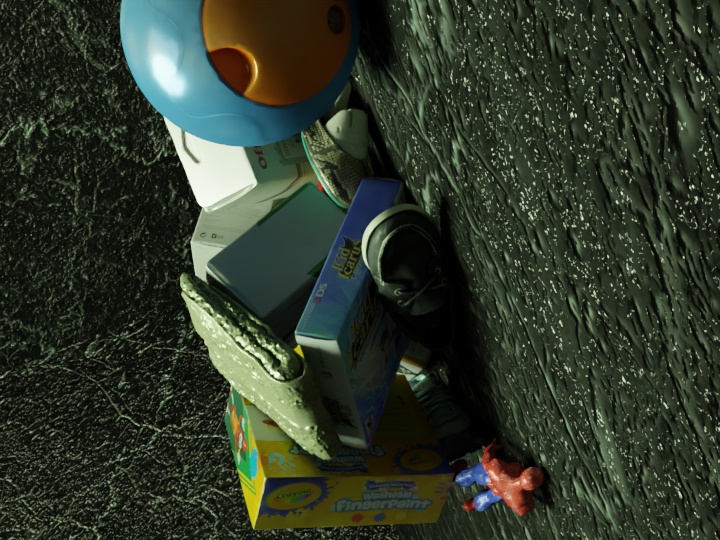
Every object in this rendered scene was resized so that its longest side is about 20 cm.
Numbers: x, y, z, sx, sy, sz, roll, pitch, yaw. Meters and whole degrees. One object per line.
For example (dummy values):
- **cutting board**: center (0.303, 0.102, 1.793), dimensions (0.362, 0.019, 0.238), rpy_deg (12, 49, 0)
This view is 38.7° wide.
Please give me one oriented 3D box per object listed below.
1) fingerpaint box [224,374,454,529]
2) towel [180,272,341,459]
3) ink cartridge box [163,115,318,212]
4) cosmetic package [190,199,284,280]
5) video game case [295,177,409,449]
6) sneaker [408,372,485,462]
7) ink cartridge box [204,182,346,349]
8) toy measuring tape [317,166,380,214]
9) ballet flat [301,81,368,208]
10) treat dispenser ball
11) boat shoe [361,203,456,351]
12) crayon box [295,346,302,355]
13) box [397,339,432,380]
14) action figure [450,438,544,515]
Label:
- **fingerpaint box**: center (-0.027, 0.185, 1.072), dimensions (0.167, 0.200, 0.073), rpy_deg (-119, 37, -53)
- **towel**: center (-0.100, 0.093, 0.984), dimensions (0.200, 0.036, 0.148), rpy_deg (33, 154, 39)
- **ink cartridge box**: center (-0.108, -0.154, 1.126), dimensions (0.200, 0.083, 0.147), rpy_deg (-19, -94, -57)
- **cosmetic package**: center (-0.138, -0.077, 1.235), dimensions (0.108, 0.085, 0.200), rpy_deg (93, -172, -56)
- **video game case**: center (0.007, 0.042, 1.004), dimensions (0.181, 0.045, 0.200), rpy_deg (75, -150, -48)
- **sneaker**: center (0.081, 0.166, 1.163), dimensions (0.200, 0.078, 0.086), rpy_deg (-169, 60, -81)
- **ink cartridge box**: center (-0.088, 0.020, 1.091), dimensions (0.083, 0.147, 0.200), rpy_deg (43, 156, 12)
- **toy measuring tape**: center (-0.019, -0.090, 1.126), dimensions (0.200, 0.074, 0.074), rpy_deg (-139, 27, -73)
- **ballet flat**: center (-0.032, -0.157, 1.040), dimensions (0.068, 0.075, 0.200), rpy_deg (14, -140, -45)
- **treat dispenser ball**: center (-0.100, -0.205, 0.865), dimensions (0.201, 0.201, 0.201), rpy_deg (158, 90, -83)
- **boat shoe**: center (0.052, 0.016, 0.924), dimensions (0.199, 0.074, 0.066), rpy_deg (78, 165, -57)
- **crayon box**: center (-0.046, 0.060, 1.373), dimensions (0.173, 0.058, 0.200), rpy_deg (79, -150, -54)
- **box**: center (0.020, 0.090, 1.244), dimensions (0.119, 0.042, 0.200), rpy_deg (22, 170, 1)
- **action figure**: center (0.133, 0.203, 0.987), dimensions (0.065, 0.052, 0.200), rpy_deg (56, 166, 4)
